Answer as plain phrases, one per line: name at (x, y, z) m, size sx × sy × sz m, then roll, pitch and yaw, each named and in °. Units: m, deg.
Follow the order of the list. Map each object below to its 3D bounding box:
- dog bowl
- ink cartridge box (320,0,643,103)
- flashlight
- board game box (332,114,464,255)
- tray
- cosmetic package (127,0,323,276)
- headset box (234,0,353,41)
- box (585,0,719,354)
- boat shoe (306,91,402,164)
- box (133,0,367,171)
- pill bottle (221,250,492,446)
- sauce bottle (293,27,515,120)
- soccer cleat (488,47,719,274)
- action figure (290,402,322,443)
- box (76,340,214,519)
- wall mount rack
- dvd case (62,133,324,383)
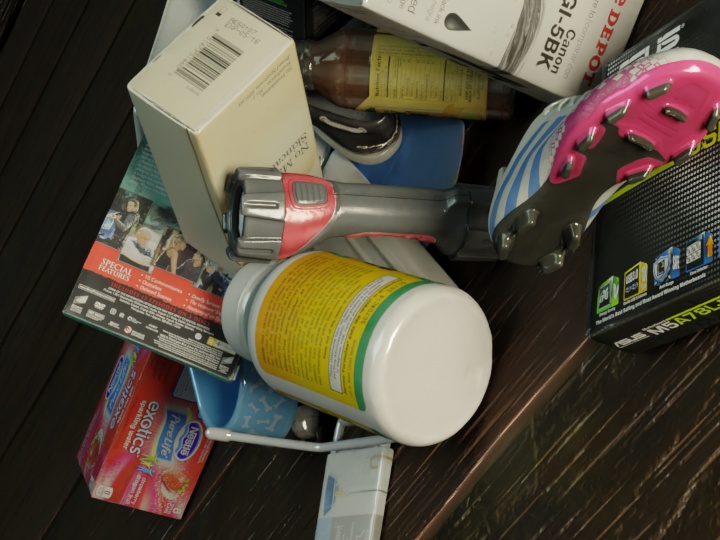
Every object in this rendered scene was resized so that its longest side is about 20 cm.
dog bowl at (-0.108, 0.055, 1.252) m, size 0.112 × 0.049 × 0.200 m, roll -54°, pitch 44°, yaw 43°
ink cartridge box at (0.093, -0.210, 0.999) m, size 0.083 × 0.200 × 0.147 m, roll 30°, pitch 100°, yaw 62°
flashlight at (0.006, -0.034, 1.045) m, size 0.068 × 0.199 × 0.068 m, roll -137°, pitch 53°, yaw -66°
board game box at (0.038, -0.075, 1.213) m, size 0.158 × 0.039 × 0.200 m, roll -60°, pitch 34°, yaw 20°
tray at (0.000, 0.000, 1.167) m, size 0.200 × 0.022 × 0.108 m, roll 52°, pitch 127°, yaw 41°
cosmetic package at (-0.092, -0.091, 1.090) m, size 0.104 × 0.073 × 0.200 m, roll -47°, pitch -26°, yaw -18°
headset box at (-0.031, -0.300, 1.149) m, size 0.174 × 0.093 × 0.200 m, roll -47°, pitch -29°, yaw -34°
box at (0.207, -0.070, 0.838) m, size 0.200 × 0.047 × 0.194 m, roll -31°, pitch 47°, yaw 55°
boat shoe at (-0.053, -0.157, 1.191) m, size 0.074 × 0.200 × 0.060 m, roll -48°, pitch -18°, yaw -15°
box at (-0.096, -0.177, 1.340) m, size 0.199 × 0.171 × 0.201 m, roll 123°, pitch 163°, yaw -78°
pill bottle at (-0.010, 0.048, 1.069) m, size 0.200 × 0.113 × 0.113 m, roll 16°, pitch 86°, yaw 49°
sauce bottle at (0.019, -0.150, 1.118) m, size 0.065 × 0.199 × 0.065 m, roll 6°, pitch -90°, yaw -82°
soccer cleat at (0.133, -0.080, 0.862) m, size 0.200 × 0.070 × 0.087 m, roll -47°, pitch 33°, yaw 46°
action figure at (-0.050, 0.056, 1.265) m, size 0.130 × 0.069 × 0.201 m, roll -34°, pitch 54°, yaw 43°
box at (-0.194, 0.130, 1.469) m, size 0.200 × 0.099 × 0.095 m, roll -67°, pitch 24°, yaw 9°
wall mount rack at (-0.049, 0.179, 1.128) m, size 0.174 × 0.074 × 0.201 m, roll -14°, pitch 58°, yaw 45°
dvd case at (-0.132, -0.028, 1.192) m, size 0.022 × 0.146 × 0.200 m, roll 118°, pitch 174°, yaw -76°
